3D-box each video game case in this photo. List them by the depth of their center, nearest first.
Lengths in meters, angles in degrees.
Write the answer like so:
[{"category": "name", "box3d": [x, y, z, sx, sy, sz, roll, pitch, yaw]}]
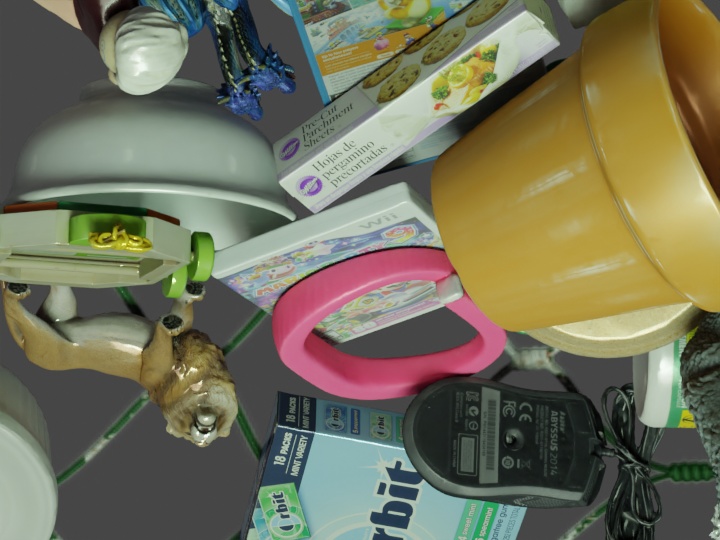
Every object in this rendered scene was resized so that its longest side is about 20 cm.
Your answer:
[{"category": "video game case", "box3d": [0.036, -0.151, 1.527, 0.143, 0.018, 0.200, -15, 133, 5]}, {"category": "video game case", "box3d": [0.000, 0.000, 1.647, 0.143, 0.018, 0.200, -20, 158, 15]}]

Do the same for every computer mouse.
[{"category": "computer mouse", "box3d": [0.119, 0.135, 1.757, 0.200, 0.139, 0.053, 12, 162, -13]}]

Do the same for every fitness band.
[{"category": "fitness band", "box3d": [0.022, 0.041, 1.679, 0.143, 0.037, 0.200, -22, 154, 15]}]

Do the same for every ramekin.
[{"category": "ramekin", "box3d": [-0.318, 0.140, 1.773, 0.202, 0.094, 0.203, 0, 126, 0]}]

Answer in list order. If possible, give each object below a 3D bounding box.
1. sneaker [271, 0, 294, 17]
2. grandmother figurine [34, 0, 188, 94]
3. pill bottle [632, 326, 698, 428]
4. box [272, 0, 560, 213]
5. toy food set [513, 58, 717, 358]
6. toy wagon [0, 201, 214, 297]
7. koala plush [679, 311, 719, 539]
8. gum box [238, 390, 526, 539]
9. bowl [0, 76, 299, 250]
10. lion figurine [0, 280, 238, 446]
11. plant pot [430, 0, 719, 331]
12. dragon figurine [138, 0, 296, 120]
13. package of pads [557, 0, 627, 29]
[{"category": "sneaker", "box3d": [0.012, -0.192, 1.546, 0.199, 0.071, 0.083, 15, 122, -18]}, {"category": "grandmother figurine", "box3d": [-0.160, -0.161, 1.485, 0.061, 0.200, 0.121, -32, 127, -9]}, {"category": "pill bottle", "box3d": [0.295, 0.055, 1.694, 0.200, 0.113, 0.113, 2, 126, 0]}, {"category": "box", "box3d": [0.033, -0.110, 1.524, 0.200, 0.041, 0.039, -33, 129, 22]}, {"category": "toy food set", "box3d": [0.161, -0.042, 1.622, 0.198, 0.049, 0.200, 0, 97, 7]}, {"category": "toy wagon", "box3d": [-0.173, -0.015, 1.554, 0.155, 0.040, 0.200, 4, 169, -19]}, {"category": "koala plush", "box3d": [0.300, 0.118, 1.594, 0.177, 0.184, 0.200, -25, 134, -2]}, {"category": "gum box", "box3d": [0.017, 0.184, 1.832, 0.200, 0.045, 0.170, 10, 126, -8]}, {"category": "bowl", "box3d": [-0.138, -0.073, 1.593, 0.201, 0.091, 0.201, 0, 170, 0]}, {"category": "lion figurine", "box3d": [-0.177, 0.053, 1.732, 0.200, 0.073, 0.123, 20, 138, 3]}, {"category": "plant pot", "box3d": [0.152, -0.050, 1.512, 0.183, 0.200, 0.200, -24, 123, 25]}, {"category": "dragon figurine", "box3d": [-0.106, -0.186, 1.528, 0.059, 0.099, 0.200, -29, 121, 19]}, {"category": "package of pads", "box3d": [0.173, -0.256, 1.494, 0.154, 0.068, 0.200, -13, 125, 10]}]
